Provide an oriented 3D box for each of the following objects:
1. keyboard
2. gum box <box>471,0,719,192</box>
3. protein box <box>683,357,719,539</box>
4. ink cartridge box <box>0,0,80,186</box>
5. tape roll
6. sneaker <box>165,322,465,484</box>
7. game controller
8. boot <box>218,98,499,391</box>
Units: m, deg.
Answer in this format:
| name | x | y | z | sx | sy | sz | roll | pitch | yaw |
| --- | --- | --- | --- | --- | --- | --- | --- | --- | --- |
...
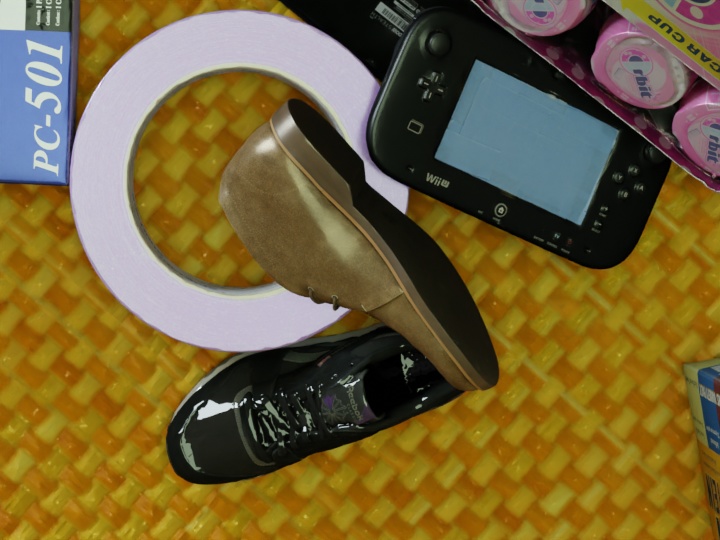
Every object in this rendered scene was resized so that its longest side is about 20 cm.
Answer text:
| name | x | y | z | sx | sy | sz | roll | pitch | yaw |
| --- | --- | --- | --- | --- | --- | --- | --- | --- | --- |
| keyboard | 0.035 | -0.165 | 1.382 | 0.200 | 0.040 | 0.104 | 38 | 114 | -5 |
| gum box | 0.176 | -0.147 | 1.338 | 0.200 | 0.066 | 0.114 | 38 | 48 | -4 |
| protein box | 0.317 | 0.138 | 1.355 | 0.199 | 0.135 | 0.199 | -11 | 94 | -3 |
| ink cartridge box | -0.214 | -0.152 | 1.356 | 0.094 | 0.044 | 0.201 | 2 | 93 | -1 |
| tape roll | -0.072 | -0.054 | 1.359 | 0.199 | 0.066 | 0.201 | 0 | 94 | -3 |
| sneaker | -0.024 | 0.074 | 1.356 | 0.199 | 0.088 | 0.076 | -22 | 94 | -2 |
| game controller | 0.095 | -0.076 | 1.345 | 0.199 | 0.042 | 0.105 | 23 | 81 | -27 |
| boot | 0.000 | 0.000 | 1.309 | 0.075 | 0.074 | 0.200 | -40 | 91 | 18 |
